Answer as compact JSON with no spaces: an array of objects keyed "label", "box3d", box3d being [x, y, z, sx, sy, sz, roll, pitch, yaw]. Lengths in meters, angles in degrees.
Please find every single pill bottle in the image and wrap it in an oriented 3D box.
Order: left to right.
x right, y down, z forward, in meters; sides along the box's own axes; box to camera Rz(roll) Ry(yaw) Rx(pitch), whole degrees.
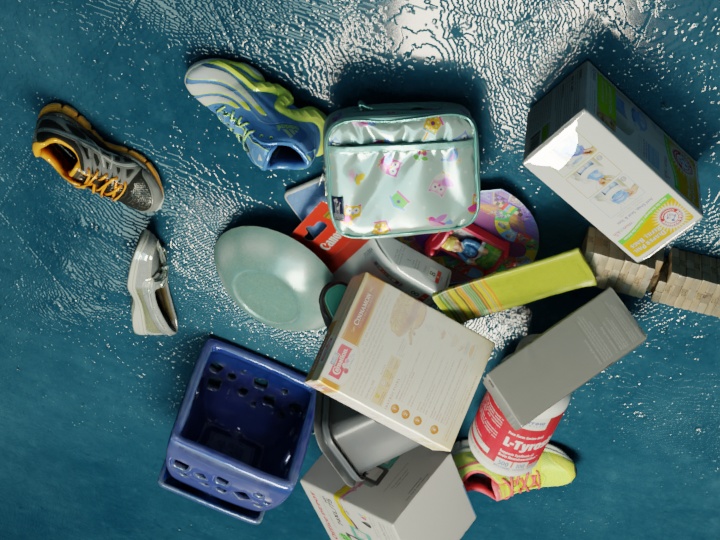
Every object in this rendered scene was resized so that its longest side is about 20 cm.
[{"label":"pill bottle","box3d":[0.230,0.189,1.618,0.111,0.113,0.202,17,132,0]}]

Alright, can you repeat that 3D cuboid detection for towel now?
[{"label":"towel","box3d":[0.194,0.023,1.450,0.197,0.018,0.086,-18,148,20]}]

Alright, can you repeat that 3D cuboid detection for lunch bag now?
[{"label":"lunch bag","box3d":[0.046,-0.126,1.391,0.196,0.077,0.163,-4,115,-1]}]

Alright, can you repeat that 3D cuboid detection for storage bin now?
[{"label":"storage bin","box3d":[0.027,0.192,1.629,0.133,0.201,0.146,-22,122,18]}]

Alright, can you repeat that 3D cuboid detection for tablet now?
[{"label":"tablet","box3d":[0.010,-0.087,1.510,0.198,0.014,0.131,-20,122,29]}]

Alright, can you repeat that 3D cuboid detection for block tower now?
[{"label":"block tower","box3d":[0.379,0.003,1.463,0.197,0.058,0.055,16,132,4]}]

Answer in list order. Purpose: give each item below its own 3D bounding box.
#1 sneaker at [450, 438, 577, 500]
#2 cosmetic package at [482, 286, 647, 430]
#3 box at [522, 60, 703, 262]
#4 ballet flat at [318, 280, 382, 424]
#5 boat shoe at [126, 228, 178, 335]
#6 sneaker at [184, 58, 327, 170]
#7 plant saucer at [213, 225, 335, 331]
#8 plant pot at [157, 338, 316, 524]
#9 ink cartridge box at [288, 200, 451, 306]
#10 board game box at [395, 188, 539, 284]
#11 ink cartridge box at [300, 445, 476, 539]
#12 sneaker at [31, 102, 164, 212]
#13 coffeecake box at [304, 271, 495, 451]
[{"label":"sneaker","box3d":[0.229,0.314,1.739,0.197,0.091,0.079,-1,128,14]},{"label":"cosmetic package","box3d":[0.258,0.116,1.470,0.199,0.107,0.091,-37,80,-2]},{"label":"box","box3d":[0.295,-0.125,1.337,0.199,0.113,0.101,38,127,-18]},{"label":"ballet flat","box3d":[-0.001,0.109,1.535,0.072,0.073,0.202,-24,90,31]},{"label":"boat shoe","box3d":[-0.296,0.021,1.646,0.064,0.075,0.204,8,135,0]},{"label":"sneaker","box3d":[-0.131,-0.186,1.402,0.197,0.106,0.076,22,132,-5]},{"label":"plant saucer","box3d":[-0.123,0.026,1.593,0.198,0.039,0.203,17,141,14]},{"label":"plant pot","box3d":[-0.190,0.257,1.735,0.197,0.202,0.181,23,137,-6]},{"label":"ink cartridge box","box3d":[0.000,0.000,1.525,0.198,0.051,0.162,26,151,-15]},{"label":"board game box","box3d":[0.134,-0.028,1.497,0.197,0.039,0.159,-5,133,17]},{"label":"ink cartridge box","box3d":[0.042,0.343,1.727,0.198,0.146,0.148,15,140,43]},{"label":"sneaker","box3d":[-0.353,-0.134,1.524,0.199,0.078,0.078,34,128,-16]},{"label":"coffeecake box","box3d":[0.051,0.119,1.476,0.198,0.155,0.073,29,166,-12]}]
